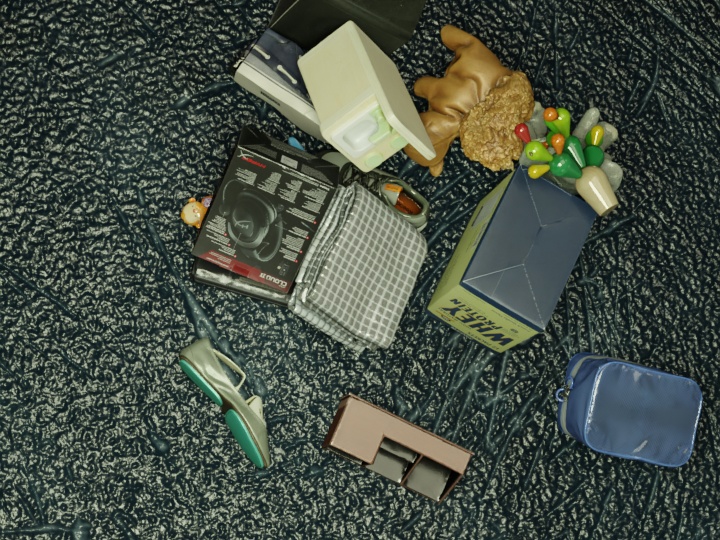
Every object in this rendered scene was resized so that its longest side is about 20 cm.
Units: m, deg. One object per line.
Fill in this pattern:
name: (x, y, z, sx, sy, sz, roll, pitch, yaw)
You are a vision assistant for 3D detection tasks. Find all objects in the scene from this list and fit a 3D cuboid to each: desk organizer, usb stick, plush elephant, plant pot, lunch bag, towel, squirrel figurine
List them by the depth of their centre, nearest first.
desk organizer: (0.051, 0.254, 1.693, 0.198, 0.072, 0.078, 26, 74, -6)
towel: (0.000, 0.000, 1.696, 0.165, 0.085, 0.202, 36, 67, -36)
usb stick: (-0.147, 0.016, 1.721, 0.198, 0.033, 0.056, 16, 66, -9)
lunch bag: (0.383, 0.201, 1.756, 0.198, 0.132, 0.138, 15, 89, -11)
squirrel figurine: (0.154, -0.228, 1.777, 0.199, 0.142, 0.187, 33, 76, 33)
plant pot: (-0.001, -0.425, 1.787, 0.176, 0.199, 0.202, 27, 72, -18)
plush elephant: (0.321, -0.178, 1.815, 0.163, 0.155, 0.202, 21, 72, -8)

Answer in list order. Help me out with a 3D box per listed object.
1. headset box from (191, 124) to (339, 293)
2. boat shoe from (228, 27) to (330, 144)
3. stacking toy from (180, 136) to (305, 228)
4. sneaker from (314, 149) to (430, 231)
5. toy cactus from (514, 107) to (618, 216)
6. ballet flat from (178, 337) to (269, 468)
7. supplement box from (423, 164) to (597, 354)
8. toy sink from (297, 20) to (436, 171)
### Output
headset box: (-0.134, -0.075, 1.646, 0.147, 0.201, 0.078, 22, 29, -10)
boat shoe: (-0.092, -0.278, 1.781, 0.199, 0.075, 0.093, 35, 77, -4)
stacking toy: (-0.163, -0.108, 1.721, 0.198, 0.110, 0.117, -17, 84, -6)
sneaker: (0.019, -0.125, 1.770, 0.198, 0.079, 0.075, 27, 73, -6)
toy cactus: (0.293, -0.147, 1.658, 0.199, 0.102, 0.166, -5, 61, -60)
ballet flat: (-0.172, 0.179, 1.659, 0.064, 0.067, 0.201, -37, 88, -26)
supplement box: (0.213, -0.011, 1.726, 0.133, 0.200, 0.201, 30, 72, -4)
toy sink: (0.006, -0.228, 1.707, 0.112, 0.130, 0.201, -34, 55, 17)
